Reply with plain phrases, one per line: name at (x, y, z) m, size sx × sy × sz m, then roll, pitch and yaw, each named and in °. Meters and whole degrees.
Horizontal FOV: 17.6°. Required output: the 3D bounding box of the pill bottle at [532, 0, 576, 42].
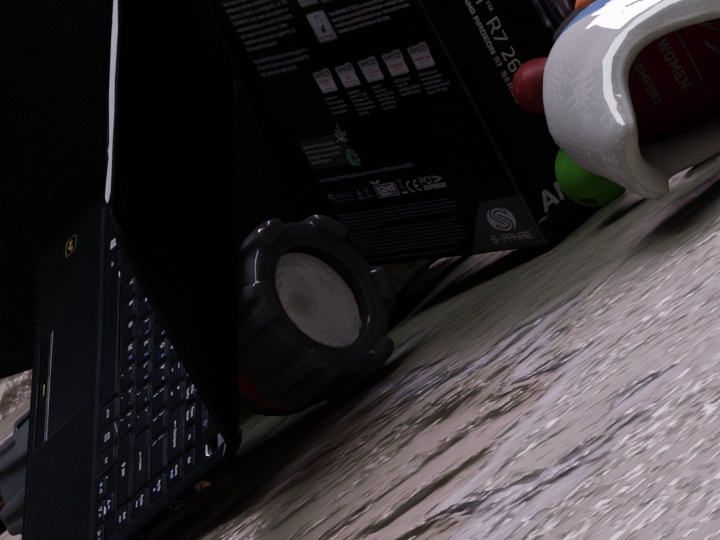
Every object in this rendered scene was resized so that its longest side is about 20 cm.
pill bottle at (0.133, -0.133, 0.916) m, size 0.200 × 0.112 × 0.112 m, roll -34°, pitch 5°, yaw 23°

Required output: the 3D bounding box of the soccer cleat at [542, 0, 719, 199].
soccer cleat at (0.147, -0.086, 0.692) m, size 0.200 × 0.070 × 0.086 m, roll -35°, pitch 25°, yaw 4°

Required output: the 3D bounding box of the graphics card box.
graphics card box at (0.003, -0.099, 0.868) m, size 0.051 × 0.200 × 0.125 m, roll -36°, pitch 15°, yaw -32°

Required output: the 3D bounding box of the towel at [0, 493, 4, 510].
towel at (-0.243, 0.158, 1.392) m, size 0.147 × 0.022 × 0.200 m, roll -37°, pitch 2°, yaw -31°

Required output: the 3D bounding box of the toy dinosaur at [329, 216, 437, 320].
toy dinosaur at (0.000, 0.000, 0.989) m, size 0.088 × 0.048 × 0.200 m, roll -13°, pitch 18°, yaw 41°

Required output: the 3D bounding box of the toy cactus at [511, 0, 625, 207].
toy cactus at (0.114, -0.121, 0.776) m, size 0.200 × 0.102 × 0.165 m, roll -45°, pitch -36°, yaw 7°

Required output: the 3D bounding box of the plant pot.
plant pot at (-0.094, -0.090, 1.017) m, size 0.177 × 0.200 × 0.200 m, roll -8°, pitch 26°, yaw 28°

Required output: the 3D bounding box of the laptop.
laptop at (-0.096, -0.009, 0.792) m, size 0.200 × 0.103 × 0.178 m, roll -41°, pitch 36°, yaw 35°

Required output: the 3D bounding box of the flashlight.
flashlight at (-0.069, 0.052, 0.878) m, size 0.200 × 0.068 × 0.068 m, roll -39°, pitch 11°, yaw 41°
